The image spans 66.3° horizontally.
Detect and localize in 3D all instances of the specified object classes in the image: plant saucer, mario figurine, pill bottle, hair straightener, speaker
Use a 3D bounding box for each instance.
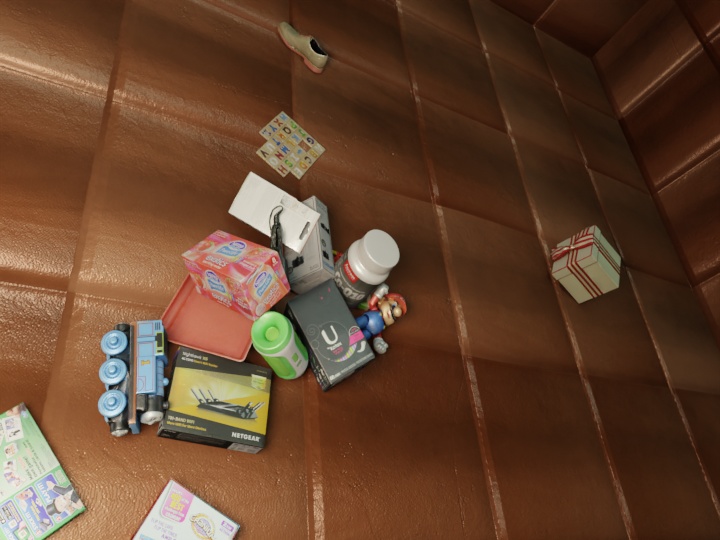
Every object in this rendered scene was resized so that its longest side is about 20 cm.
[{"bbox_3d":[-0.290,0.087,1.127,0.193,0.037,0.203,14,50,7],"label":"plant saucer"},{"bbox_3d":[0.049,0.117,1.338,0.105,0.126,0.198,35,47,24],"label":"mario figurine"},{"bbox_3d":[0.000,0.000,1.292,0.111,0.200,0.117,17,52,-24],"label":"pill bottle"},{"bbox_3d":[-0.181,-0.045,1.235,0.039,0.077,0.207,-1,86,0],"label":"hair straightener"},{"bbox_3d":[-0.158,0.155,1.106,0.085,0.201,0.091,-2,64,5],"label":"speaker"}]

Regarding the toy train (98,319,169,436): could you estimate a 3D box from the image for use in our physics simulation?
[{"bbox_3d":[-0.399,0.187,0.980,0.110,0.087,0.205,-3,62,-16],"label":"toy train"}]

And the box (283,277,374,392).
[{"bbox_3d":[-0.073,0.143,1.220,0.120,0.106,0.203,-26,77,-22],"label":"box"}]

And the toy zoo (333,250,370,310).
[{"bbox_3d":[-0.061,0.013,1.393,0.195,0.020,0.135,21,52,-24],"label":"toy zoo"}]

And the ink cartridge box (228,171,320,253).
[{"bbox_3d":[-0.201,-0.133,1.306,0.196,0.050,0.111,30,85,2],"label":"ink cartridge box"}]

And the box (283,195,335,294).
[{"bbox_3d":[-0.129,-0.062,1.320,0.060,0.114,0.205,33,40,-52],"label":"box"}]

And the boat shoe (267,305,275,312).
[{"bbox_3d":[-0.225,0.066,1.219,0.065,0.072,0.206,-6,66,-1],"label":"boat shoe"}]

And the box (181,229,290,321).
[{"bbox_3d":[-0.244,0.004,1.077,0.197,0.097,0.102,20,46,39],"label":"box"}]

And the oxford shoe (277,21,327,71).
[{"bbox_3d":[-0.179,-0.728,1.755,0.199,0.075,0.071,43,47,-4],"label":"oxford shoe"}]

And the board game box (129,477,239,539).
[{"bbox_3d":[-0.310,0.476,0.900,0.152,0.040,0.202,38,47,-9],"label":"board game box"}]

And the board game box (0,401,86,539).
[{"bbox_3d":[-0.536,0.326,0.846,0.133,0.029,0.202,-29,81,-42],"label":"board game box"}]

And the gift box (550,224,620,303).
[{"bbox_3d":[0.775,-0.033,1.917,0.186,0.183,0.202,42,42,-15],"label":"gift box"}]

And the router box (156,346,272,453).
[{"bbox_3d":[-0.275,0.252,1.064,0.195,0.052,0.161,19,52,-25],"label":"router box"}]

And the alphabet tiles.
[{"bbox_3d":[-0.203,-0.344,1.536,0.166,0.008,0.202,40,46,-8],"label":"alphabet tiles"}]
